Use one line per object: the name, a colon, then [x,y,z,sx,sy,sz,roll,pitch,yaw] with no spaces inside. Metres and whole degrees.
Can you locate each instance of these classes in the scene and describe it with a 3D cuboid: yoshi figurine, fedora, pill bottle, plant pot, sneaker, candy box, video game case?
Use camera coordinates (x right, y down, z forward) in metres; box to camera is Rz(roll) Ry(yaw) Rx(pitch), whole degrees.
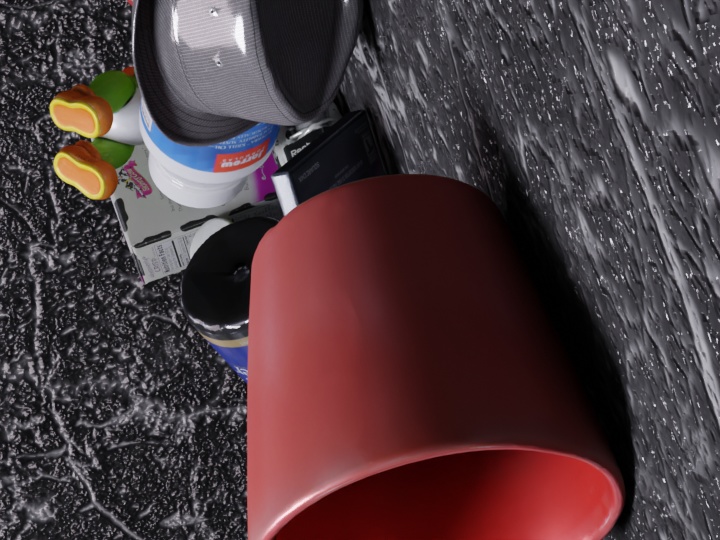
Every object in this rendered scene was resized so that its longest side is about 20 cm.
yoshi figurine: [-0.160,-0.134,1.664,0.112,0.200,0.112,-31,96,42]
fedora: [-0.059,-0.164,1.301,0.090,0.176,0.201,25,126,39]
pill bottle: [-0.110,-0.137,1.534,0.200,0.112,0.113,108,144,-56]
plant pot: [0.026,0.061,1.048,0.201,0.199,0.178,81,178,-59]
sneaker: [-0.035,-0.088,1.576,0.200,0.074,0.089,-121,11,-62]
candy box: [-0.119,-0.086,1.735,0.061,0.199,0.137,79,170,-54]
pill bottle: [-0.054,0.053,1.640,0.200,0.111,0.112,51,-170,-45]
video game case: [0.000,0.000,1.448,0.143,0.019,0.201,-45,-60,-59]

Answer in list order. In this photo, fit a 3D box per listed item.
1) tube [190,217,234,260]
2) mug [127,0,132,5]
tube: [-0.063,0.007,1.725,0.200,0.052,0.058,23,-149,-50]
mug: [-0.116,-0.251,1.682,0.200,0.176,0.134,-126,51,-70]
